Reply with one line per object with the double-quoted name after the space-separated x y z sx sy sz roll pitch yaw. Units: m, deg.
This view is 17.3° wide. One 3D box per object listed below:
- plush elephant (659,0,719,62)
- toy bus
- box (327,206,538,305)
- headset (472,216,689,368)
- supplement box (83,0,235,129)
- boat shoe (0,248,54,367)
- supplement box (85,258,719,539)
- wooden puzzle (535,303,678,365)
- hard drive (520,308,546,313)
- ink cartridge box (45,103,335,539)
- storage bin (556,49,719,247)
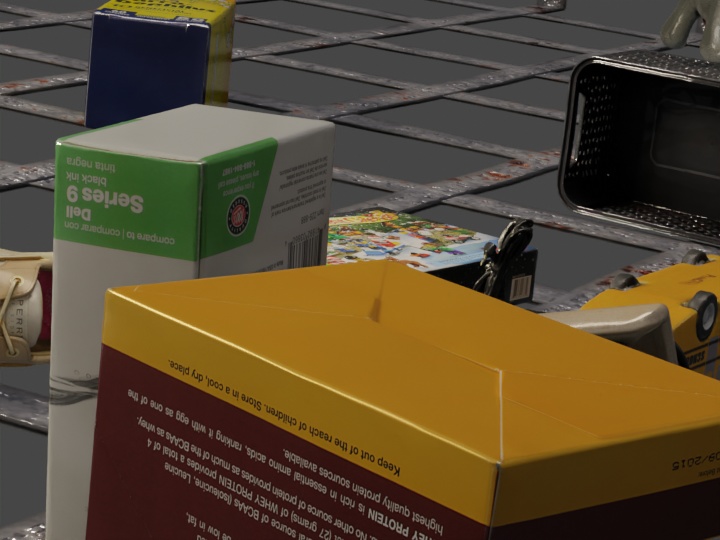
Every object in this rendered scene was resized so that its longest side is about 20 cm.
0.509 -0.344 3.069 0.155 0.200 0.165 21 0 -23 "plush elephant"
0.203 0.040 1.482 0.065 0.078 0.200 13 15 30 "toy bus"
0.000 0.000 1.497 0.136 0.038 0.200 16 17 36 "box"
0.144 0.053 1.333 0.200 0.094 0.123 33 17 28 "headset"
-0.184 -0.195 2.208 0.109 0.110 0.200 7 13 2 "supplement box"
-0.207 0.021 1.383 0.200 0.074 0.069 -6 12 -43 "boat shoe"
0.013 0.120 0.802 0.133 0.200 0.197 -6 18 -41 "supplement box"
0.065 0.075 1.151 0.185 0.046 0.200 -6 -24 10 "wooden puzzle"
0.042 0.053 1.451 0.139 0.033 0.200 8 14 8 "hard drive"
-0.081 0.030 1.137 0.084 0.201 0.146 9 13 22 "ink cartridge box"
0.277 -0.103 1.979 0.200 0.136 0.094 15 16 32 "storage bin"
